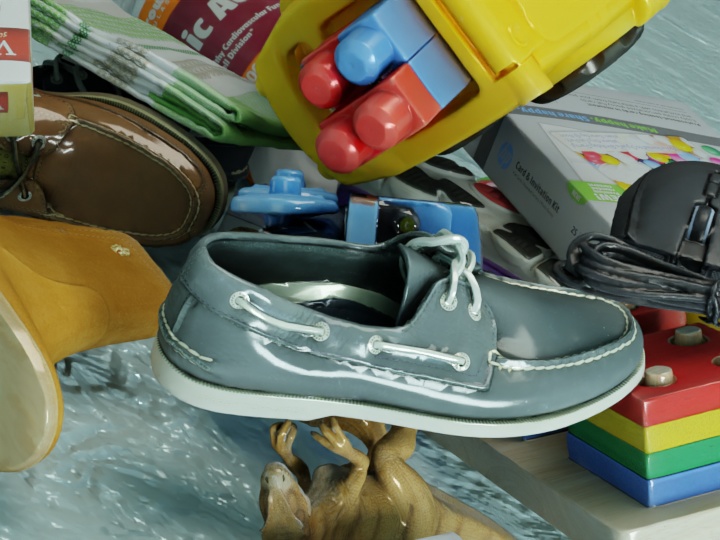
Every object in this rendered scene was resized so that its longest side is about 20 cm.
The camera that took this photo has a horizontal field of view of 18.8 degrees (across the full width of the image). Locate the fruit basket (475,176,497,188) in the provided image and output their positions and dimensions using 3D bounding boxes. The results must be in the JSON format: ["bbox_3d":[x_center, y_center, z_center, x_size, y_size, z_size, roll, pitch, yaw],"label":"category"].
[{"bbox_3d":[0.105,-0.017,1.252,0.200,0.094,0.185,27,18,23],"label":"fruit basket"}]

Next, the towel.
[{"bbox_3d":[-0.113,-0.118,1.114,0.200,0.031,0.149,30,12,19],"label":"towel"}]

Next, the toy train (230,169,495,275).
[{"bbox_3d":[0.000,0.000,0.970,0.114,0.087,0.200,3,2,-1],"label":"toy train"}]

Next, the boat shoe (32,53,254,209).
[{"bbox_3d":[-0.143,-0.086,1.148,0.200,0.062,0.075,18,17,-26],"label":"boat shoe"}]

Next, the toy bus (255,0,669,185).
[{"bbox_3d":[0.020,-0.104,1.040,0.136,0.200,0.192,51,49,-10],"label":"toy bus"}]

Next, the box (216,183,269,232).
[{"bbox_3d":[0.017,0.020,1.100,0.200,0.042,0.039,31,18,15],"label":"box"}]

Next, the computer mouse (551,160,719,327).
[{"bbox_3d":[0.168,-0.009,0.902,0.140,0.046,0.200,17,13,15],"label":"computer mouse"}]

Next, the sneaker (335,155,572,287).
[{"bbox_3d":[0.070,0.007,1.140,0.200,0.084,0.081,32,27,25],"label":"sneaker"}]

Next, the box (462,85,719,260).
[{"bbox_3d":[0.151,-0.040,1.153,0.156,0.041,0.200,7,28,-28],"label":"box"}]

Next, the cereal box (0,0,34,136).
[{"bbox_3d":[-0.227,-0.141,1.022,0.144,0.040,0.200,-2,47,-9],"label":"cereal box"}]

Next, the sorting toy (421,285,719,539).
[{"bbox_3d":[0.152,0.045,0.961,0.200,0.070,0.199,-12,18,-20],"label":"sorting toy"}]

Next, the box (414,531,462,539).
[{"bbox_3d":[0.024,0.149,0.719,0.136,0.038,0.200,35,19,28],"label":"box"}]

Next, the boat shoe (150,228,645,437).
[{"bbox_3d":[0.022,0.018,0.830,0.200,0.062,0.073,2,34,-17],"label":"boat shoe"}]

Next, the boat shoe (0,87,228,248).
[{"bbox_3d":[-0.164,-0.055,1.029,0.200,0.072,0.068,19,20,10],"label":"boat shoe"}]

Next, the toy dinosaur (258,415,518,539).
[{"bbox_3d":[0.015,0.094,0.878,0.200,0.060,0.106,14,51,-45],"label":"toy dinosaur"}]

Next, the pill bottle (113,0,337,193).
[{"bbox_3d":[-0.067,-0.127,1.293,0.114,0.114,0.200,8,24,-45],"label":"pill bottle"}]

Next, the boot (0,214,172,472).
[{"bbox_3d":[-0.123,0.016,0.849,0.144,0.071,0.201,6,21,-43],"label":"boot"}]
